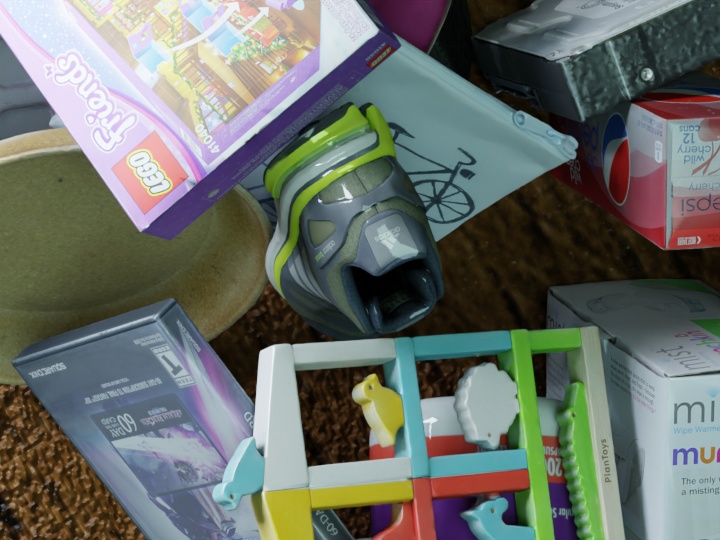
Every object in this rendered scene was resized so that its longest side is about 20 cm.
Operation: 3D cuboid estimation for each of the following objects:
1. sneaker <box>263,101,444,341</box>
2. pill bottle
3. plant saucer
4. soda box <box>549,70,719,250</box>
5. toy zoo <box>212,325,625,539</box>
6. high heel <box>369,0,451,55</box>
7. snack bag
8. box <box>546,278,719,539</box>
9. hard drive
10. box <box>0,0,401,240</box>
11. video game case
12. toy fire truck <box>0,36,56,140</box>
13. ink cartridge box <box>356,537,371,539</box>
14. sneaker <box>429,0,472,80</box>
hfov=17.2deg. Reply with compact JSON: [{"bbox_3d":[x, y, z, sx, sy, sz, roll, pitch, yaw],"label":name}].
[{"bbox_3d":[0.000,0.000,1.113,0.074,0.200,0.081,-28,70,-5],"label":"sneaker"},{"bbox_3d":[0.062,0.166,1.173,0.112,0.112,0.201,1,79,-11],"label":"pill bottle"},{"bbox_3d":[-0.143,-0.012,1.163,0.199,0.036,0.201,-9,147,-6],"label":"plant saucer"},{"bbox_3d":[0.151,-0.061,1.180,0.070,0.200,0.064,-4,103,-10],"label":"soda box"},{"bbox_3d":[0.027,0.096,1.098,0.199,0.020,0.132,-4,81,-24],"label":"toy zoo"},{"bbox_3d":[-0.029,-0.113,1.152,0.096,0.068,0.200,17,142,-21],"label":"high heel"},{"bbox_3d":[-0.025,-0.066,1.154,0.188,0.200,0.021,30,51,-25],"label":"snack bag"},{"bbox_3d":[0.162,0.110,1.220,0.096,0.200,0.177,-2,101,-11],"label":"box"},{"bbox_3d":[0.166,-0.138,1.191,0.199,0.140,0.038,-26,106,-9],"label":"hard drive"},{"bbox_3d":[-0.094,-0.133,1.048,0.137,0.039,0.200,-39,75,10],"label":"box"},{"bbox_3d":[-0.072,0.107,1.147,0.019,0.143,0.200,-44,106,-34],"label":"video game case"},{"bbox_3d":[-0.221,-0.140,1.150,0.167,0.112,0.201,-11,106,-34],"label":"toy fire truck"},{"bbox_3d":[0.018,0.252,1.281,0.146,0.083,0.201,-3,102,-11],"label":"ink cartridge box"},{"bbox_3d":[-0.021,-0.163,1.196,0.104,0.060,0.200,-7,136,23],"label":"sneaker"}]
